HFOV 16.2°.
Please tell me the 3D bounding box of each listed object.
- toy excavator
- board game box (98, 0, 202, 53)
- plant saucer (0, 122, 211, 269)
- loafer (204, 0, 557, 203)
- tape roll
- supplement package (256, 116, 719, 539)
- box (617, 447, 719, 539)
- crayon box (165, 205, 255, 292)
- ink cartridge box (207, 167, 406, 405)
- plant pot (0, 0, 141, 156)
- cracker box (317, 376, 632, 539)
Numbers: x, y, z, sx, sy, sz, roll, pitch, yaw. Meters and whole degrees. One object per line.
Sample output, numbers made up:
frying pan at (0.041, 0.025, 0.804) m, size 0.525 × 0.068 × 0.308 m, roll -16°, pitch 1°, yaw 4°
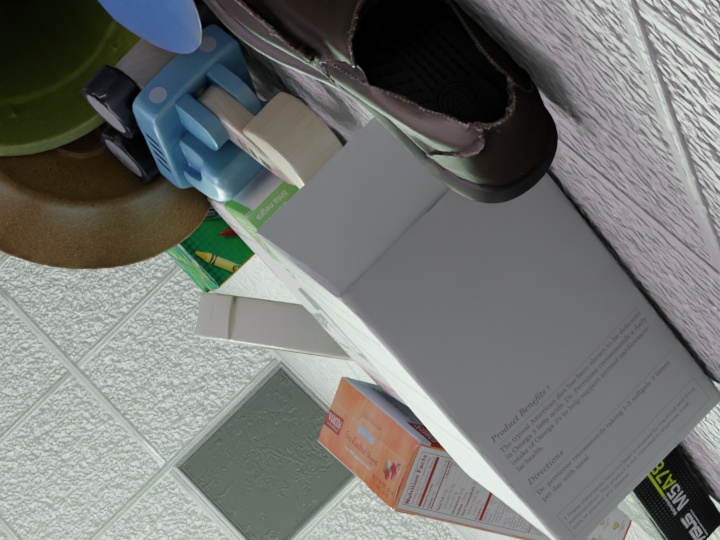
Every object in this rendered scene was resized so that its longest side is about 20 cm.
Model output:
toy excavator at (-0.081, -0.095, 1.650) m, size 0.200 × 0.100 × 0.195 m, roll 38°, pitch 166°, yaw 21°
board game box at (-0.159, -0.223, 1.578) m, size 0.200 × 0.039 × 0.158 m, roll 49°, pitch 163°, yaw -17°
plant saucer at (-0.200, -0.082, 1.779) m, size 0.200 × 0.200 × 0.036 m, roll 43°, pitch 141°, yaw 29°
loafer at (0.004, -0.112, 1.072) m, size 0.200 × 0.073 × 0.071 m, roll 36°, pitch 167°, yaw 13°
tape roll at (-0.028, 0.049, 1.954) m, size 0.202 × 0.037 × 0.203 m, roll 8°, pitch 178°, yaw 0°
supplement package at (0.065, 0.022, 1.270) m, size 0.200 × 0.117 × 0.117 m, roll 50°, pitch 173°, yaw -28°
box at (0.120, 0.072, 1.566) m, size 0.200 × 0.048 × 0.193 m, roll 40°, pitch 174°, yaw 41°
crayon box at (-0.090, -0.045, 1.903) m, size 0.058 × 0.119 × 0.200 m, roll 46°, pitch 174°, yaw -4°
ink cartridge box at (0.000, 0.000, 1.740) m, size 0.200 × 0.084 × 0.145 m, roll 48°, pitch 174°, yaw -14°
plant pot at (-0.257, -0.214, 1.762) m, size 0.200 × 0.200 × 0.190 m, roll 50°, pitch -174°, yaw -38°
cracker box at (0.086, 0.144, 1.833) m, size 0.199 × 0.058 × 0.134 m, roll 17°, pitch -170°, yaw -29°
